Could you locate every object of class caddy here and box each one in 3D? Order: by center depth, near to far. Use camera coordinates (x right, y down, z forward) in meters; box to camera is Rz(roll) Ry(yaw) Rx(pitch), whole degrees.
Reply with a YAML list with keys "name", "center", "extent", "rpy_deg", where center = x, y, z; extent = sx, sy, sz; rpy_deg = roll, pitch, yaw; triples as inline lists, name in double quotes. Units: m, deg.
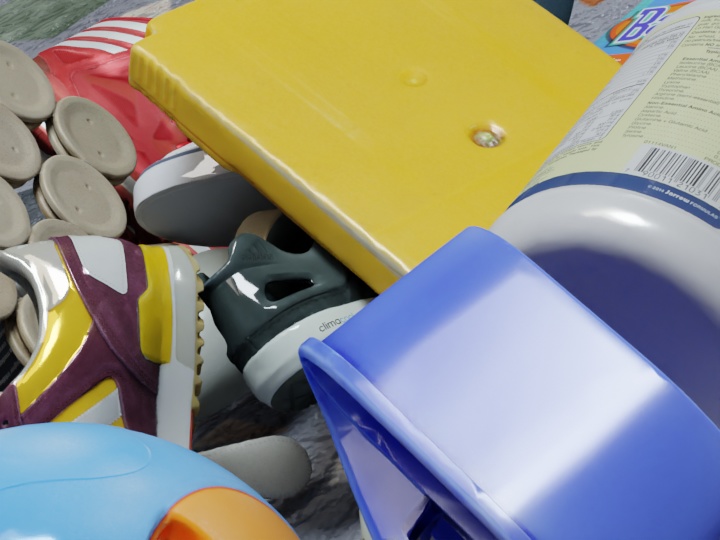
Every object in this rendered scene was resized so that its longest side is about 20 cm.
- name: "caddy"
  center: [0.058, 0.080, 0.888]
  extent: [0.105, 0.141, 0.200]
  rpy_deg: [-42, 50, -7]

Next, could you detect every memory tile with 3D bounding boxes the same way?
- name: "memory tile"
  center: [-0.171, -0.042, 1.179]
  extent: [0.017, 0.153, 0.200]
  rpy_deg: [-42, 27, 29]

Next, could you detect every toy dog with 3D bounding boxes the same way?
- name: "toy dog"
  center: [-0.073, 0.067, 1.179]
  extent: [0.132, 0.096, 0.200]
  rpy_deg: [10, 58, 48]

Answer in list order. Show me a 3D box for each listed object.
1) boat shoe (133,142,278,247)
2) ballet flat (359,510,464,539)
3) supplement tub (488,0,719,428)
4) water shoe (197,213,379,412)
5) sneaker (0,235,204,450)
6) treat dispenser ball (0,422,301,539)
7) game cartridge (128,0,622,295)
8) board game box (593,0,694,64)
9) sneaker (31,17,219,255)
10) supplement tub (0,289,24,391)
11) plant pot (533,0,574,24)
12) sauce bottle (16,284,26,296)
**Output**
- name: "boat shoe"
  center: [-0.011, -0.064, 1.220]
  extent: [0.200, 0.074, 0.065]
  rpy_deg: [-12, 59, -1]
- name: "ballet flat"
  center: [0.022, 0.094, 1.028]
  extent: [0.075, 0.064, 0.200]
  rpy_deg: [-22, 26, 8]
- name: "supplement tub"
  center: [0.146, -0.020, 1.023]
  extent: [0.145, 0.145, 0.200]
  rpy_deg: [-4, 33, 41]
- name: "water shoe"
  center: [0.000, 0.000, 1.140]
  extent: [0.071, 0.079, 0.200]
  rpy_deg: [-40, -8, 25]
- name: "sneaker"
  center: [-0.113, 0.085, 1.050]
  extent: [0.090, 0.200, 0.075]
  rpy_deg: [3, -16, -14]
- name: "treat dispenser ball"
  center: [-0.099, 0.152, 0.875]
  extent: [0.201, 0.201, 0.201]
  rpy_deg: [-23, 25, 11]
- name: "game cartridge"
  center: [0.021, -0.073, 1.140]
  extent: [0.176, 0.032, 0.200]
  rpy_deg: [-27, 51, -33]
- name: "board game box"
  center: [0.147, -0.071, 1.243]
  extent: [0.200, 0.045, 0.152]
  rpy_deg: [-41, 27, -27]
- name: "sneaker"
  center: [-0.092, -0.065, 1.340]
  extent: [0.200, 0.078, 0.115]
  rpy_deg: [41, 69, 19]
- name: "supplement tub"
  center: [-0.227, 0.037, 1.229]
  extent: [0.140, 0.200, 0.140]
  rpy_deg: [-23, 25, 11]
- name: "plant pot"
  center: [0.009, -0.108, 1.320]
  extent: [0.200, 0.200, 0.135]
  rpy_deg: [-13, 56, 30]
- name: "sauce bottle"
  center: [-0.100, -0.034, 1.405]
  extent: [0.200, 0.065, 0.065]
  rpy_deg: [-42, 28, -25]
